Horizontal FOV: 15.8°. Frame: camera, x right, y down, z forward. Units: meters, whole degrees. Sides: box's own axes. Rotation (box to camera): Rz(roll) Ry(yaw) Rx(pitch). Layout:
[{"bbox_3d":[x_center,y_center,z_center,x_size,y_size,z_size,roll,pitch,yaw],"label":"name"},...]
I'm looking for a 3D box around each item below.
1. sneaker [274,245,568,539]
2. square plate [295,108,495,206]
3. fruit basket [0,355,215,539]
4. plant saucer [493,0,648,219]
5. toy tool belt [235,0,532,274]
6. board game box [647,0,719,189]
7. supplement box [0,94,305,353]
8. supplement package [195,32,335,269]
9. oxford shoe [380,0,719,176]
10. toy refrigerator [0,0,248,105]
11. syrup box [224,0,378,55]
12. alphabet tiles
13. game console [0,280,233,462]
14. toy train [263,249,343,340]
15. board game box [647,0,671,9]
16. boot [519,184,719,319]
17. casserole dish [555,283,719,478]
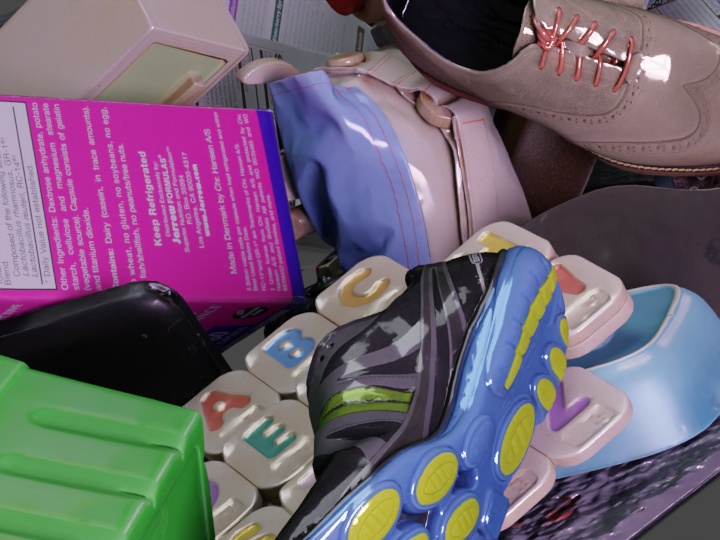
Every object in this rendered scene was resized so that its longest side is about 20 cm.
[{"bbox_3d":[0.011,0.067,0.953,0.082,0.071,0.200,0,40,32],"label":"sneaker"},{"bbox_3d":[0.054,-0.114,1.406,0.200,0.028,0.198,-52,-15,19],"label":"square plate"},{"bbox_3d":[-0.165,0.112,0.922,0.214,0.156,0.216,-5,18,2],"label":"fruit basket"},{"bbox_3d":[0.101,-0.103,1.301,0.036,0.201,0.200,17,13,-6],"label":"plant saucer"},{"bbox_3d":[-0.001,-0.058,1.245,0.122,0.201,0.125,-24,6,-23],"label":"toy tool belt"},{"bbox_3d":[0.233,-0.095,1.252,0.199,0.097,0.160,-20,14,4],"label":"board game box"},{"bbox_3d":[-0.139,-0.016,1.186,0.199,0.104,0.101,2,-21,-35],"label":"supplement box"},{"bbox_3d":[-0.107,-0.062,1.408,0.121,0.120,0.200,-12,-11,33],"label":"supplement package"},{"bbox_3d":[0.098,-0.088,1.142,0.199,0.071,0.075,14,-2,22],"label":"oxford shoe"},{"bbox_3d":[-0.154,-0.073,1.273,0.200,0.070,0.076,-41,-26,25],"label":"toy refrigerator"},{"bbox_3d":[-0.051,-0.126,1.564,0.078,0.200,0.082,-10,60,35],"label":"syrup box"},{"bbox_3d":[0.011,0.056,1.034,0.200,0.015,0.195,-39,33,-13],"label":"alphabet tiles"},{"bbox_3d":[-0.138,0.053,1.205,0.199,0.176,0.117,-17,43,17],"label":"game console"},{"bbox_3d":[0.000,0.000,1.365,0.046,0.034,0.200,-25,11,31],"label":"toy train"},{"bbox_3d":[0.247,-0.167,1.373,0.135,0.035,0.200,-5,-23,-32],"label":"board game box"},{"bbox_3d":[0.155,-0.007,1.140,0.199,0.074,0.075,-15,-9,23],"label":"boot"},{"bbox_3d":[0.065,0.051,1.072,0.199,0.039,0.121,-14,16,22],"label":"casserole dish"}]
